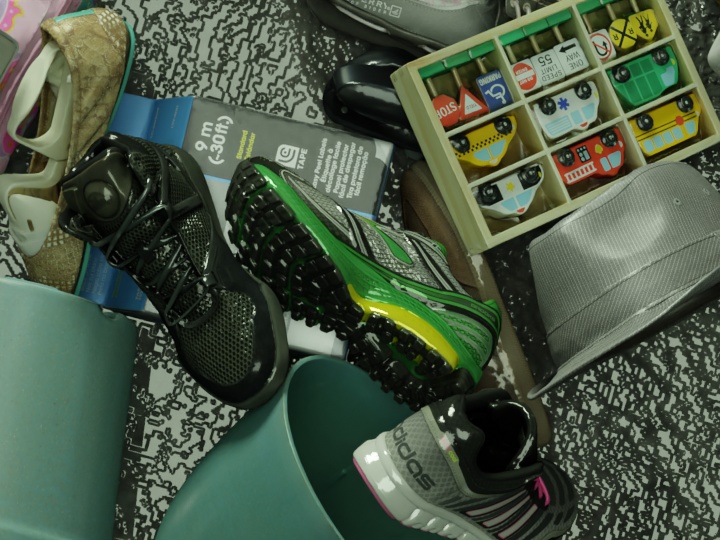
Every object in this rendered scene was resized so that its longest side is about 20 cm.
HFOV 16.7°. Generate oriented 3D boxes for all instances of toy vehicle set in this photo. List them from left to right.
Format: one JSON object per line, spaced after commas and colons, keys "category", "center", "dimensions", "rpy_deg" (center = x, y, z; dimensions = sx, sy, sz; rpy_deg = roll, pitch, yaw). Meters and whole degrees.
{"category": "toy vehicle set", "center": [0.127, -0.103, 1.550], "dimensions": [0.199, 0.026, 0.125], "rpy_deg": [-25, 88, -28]}

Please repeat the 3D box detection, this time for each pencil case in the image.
{"category": "pencil case", "center": [-0.243, -0.107, 1.560], "dimensions": [0.087, 0.087, 0.201], "rpy_deg": [26, 84, 1]}

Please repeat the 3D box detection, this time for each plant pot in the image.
{"category": "plant pot", "center": [-0.228, 0.112, 1.503], "dimensions": [0.199, 0.200, 0.197], "rpy_deg": [11, 79, 0]}
{"category": "plant pot", "center": [-0.034, 0.179, 1.497], "dimensions": [0.161, 0.200, 0.201], "rpy_deg": [-38, 88, 22]}

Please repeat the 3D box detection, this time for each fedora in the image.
{"category": "fedora", "center": [0.167, -0.005, 1.514], "dimensions": [0.200, 0.177, 0.091], "rpy_deg": [-24, 80, -40]}

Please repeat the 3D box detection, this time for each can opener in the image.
{"category": "can opener", "center": [0.070, -0.089, 1.580], "dimensions": [0.199, 0.079, 0.064], "rpy_deg": [19, 123, -13]}

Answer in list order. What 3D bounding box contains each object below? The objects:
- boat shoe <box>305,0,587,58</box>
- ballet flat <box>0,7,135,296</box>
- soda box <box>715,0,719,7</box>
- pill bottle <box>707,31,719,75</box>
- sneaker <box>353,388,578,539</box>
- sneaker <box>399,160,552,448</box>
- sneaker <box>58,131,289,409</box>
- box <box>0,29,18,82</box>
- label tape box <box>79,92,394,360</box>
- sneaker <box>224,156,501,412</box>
{"category": "boat shoe", "center": [0.059, -0.163, 1.585], "dimensions": [0.199, 0.057, 0.067], "rpy_deg": [14, 85, 0]}
{"category": "ballet flat", "center": [-0.195, -0.070, 1.536], "dimensions": [0.065, 0.070, 0.201], "rpy_deg": [3, 107, -32]}
{"category": "soda box", "center": [0.290, -0.147, 1.583], "dimensions": [0.064, 0.068, 0.201], "rpy_deg": [-31, 88, -3]}
{"category": "pill bottle", "center": [0.323, -0.118, 1.492], "dimensions": [0.200, 0.113, 0.113], "rpy_deg": [34, 86, 0]}
{"category": "sneaker", "center": [0.086, 0.120, 1.485], "dimensions": [0.087, 0.200, 0.074], "rpy_deg": [-38, 56, 24]}
{"category": "sneaker", "center": [0.054, 0.031, 1.566], "dimensions": [0.075, 0.070, 0.201], "rpy_deg": [-23, 87, -1]}
{"category": "sneaker", "center": [-0.118, -0.004, 1.457], "dimensions": [0.076, 0.114, 0.200], "rpy_deg": [-39, 59, 21]}
{"category": "box", "center": [-0.333, -0.146, 1.499], "dimensions": [0.199, 0.128, 0.109], "rpy_deg": [26, 86, 34]}
{"category": "label tape box", "center": [-0.091, -0.031, 1.570], "dimensions": [0.199, 0.063, 0.145], "rpy_deg": [13, 86, -1]}
{"category": "sneaker", "center": [0.000, 0.000, 1.513], "dimensions": [0.200, 0.078, 0.085], "rpy_deg": [41, 51, -3]}
